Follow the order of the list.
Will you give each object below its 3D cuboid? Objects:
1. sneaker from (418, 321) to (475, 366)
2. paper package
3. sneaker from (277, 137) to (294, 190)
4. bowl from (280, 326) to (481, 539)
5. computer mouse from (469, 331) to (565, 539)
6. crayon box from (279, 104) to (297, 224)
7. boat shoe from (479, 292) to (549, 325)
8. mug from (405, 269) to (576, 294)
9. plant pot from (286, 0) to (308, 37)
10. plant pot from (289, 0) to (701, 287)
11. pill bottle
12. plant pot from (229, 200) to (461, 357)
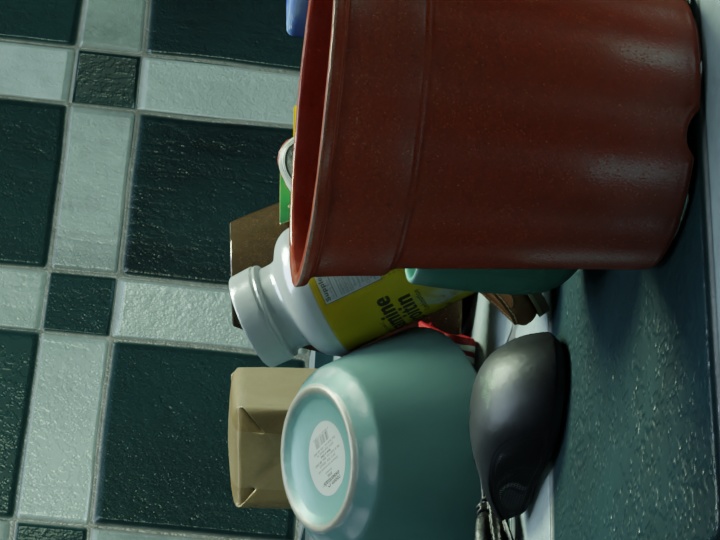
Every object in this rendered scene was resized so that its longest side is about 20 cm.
[{"bbox_3d":[0.062,0.117,1.724,0.200,0.078,0.116,128,158,-58],"label":"sneaker"},{"bbox_3d":[-0.041,0.168,2.052,0.200,0.188,0.105,-113,25,-81],"label":"paper package"},{"bbox_3d":[0.025,-0.062,1.519,0.078,0.198,0.082,-66,-21,-8],"label":"sneaker"},{"bbox_3d":[0.008,0.146,1.585,0.200,0.104,0.203,-3,87,59],"label":"bowl"},{"bbox_3d":[0.095,0.118,1.363,0.201,0.052,0.139,101,173,-50],"label":"computer mouse"},{"bbox_3d":[0.010,-0.122,1.761,0.127,0.198,0.051,-94,-20,-59],"label":"crayon box"},{"bbox_3d":[0.054,-0.020,1.414,0.200,0.068,0.072,48,173,37],"label":"boat shoe"},{"bbox_3d":[0.095,-0.068,1.221,0.185,0.113,0.154,110,165,-68],"label":"mug"},{"bbox_3d":[0.027,-0.339,1.893,0.201,0.178,0.202,-93,9,-58],"label":"plant pot"},{"bbox_3d":[0.069,-0.084,1.068,0.201,0.193,0.203,-175,90,-84],"label":"plant pot"},{"bbox_3d":[0.000,0.000,1.614,0.113,0.199,0.112,62,-171,-18],"label":"pill bottle"},{"bbox_3d":[-0.017,0.000,1.795,0.187,0.198,0.189,179,90,-86],"label":"plant pot"}]
